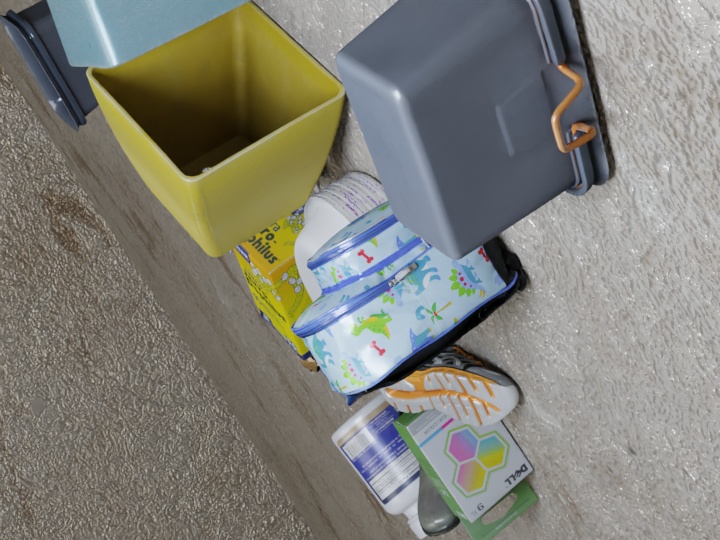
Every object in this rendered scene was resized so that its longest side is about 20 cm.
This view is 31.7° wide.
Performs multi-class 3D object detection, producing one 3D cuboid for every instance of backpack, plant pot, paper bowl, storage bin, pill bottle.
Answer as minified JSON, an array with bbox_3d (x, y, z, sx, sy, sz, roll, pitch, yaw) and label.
[{"bbox_3d":[0.027,0.018,1.220,0.148,0.199,0.183,54,166,-4],"label":"backpack"},{"bbox_3d":[-0.226,-0.335,1.258,0.196,0.194,0.202,21,137,63],"label":"plant pot"},{"bbox_3d":[0.000,0.000,1.422,0.201,0.104,0.202,51,161,25],"label":"paper bowl"},{"bbox_3d":[0.080,-0.109,0.892,0.145,0.134,0.201,38,159,45],"label":"storage bin"},{"bbox_3d":[-0.149,-0.138,1.355,0.200,0.199,0.178,44,153,29],"label":"plant pot"},{"bbox_3d":[0.060,0.288,1.869,0.201,0.119,0.120,52,165,7],"label":"pill bottle"},{"bbox_3d":[-0.461,-0.350,2.013,0.145,0.134,0.202,35,155,50],"label":"storage bin"}]

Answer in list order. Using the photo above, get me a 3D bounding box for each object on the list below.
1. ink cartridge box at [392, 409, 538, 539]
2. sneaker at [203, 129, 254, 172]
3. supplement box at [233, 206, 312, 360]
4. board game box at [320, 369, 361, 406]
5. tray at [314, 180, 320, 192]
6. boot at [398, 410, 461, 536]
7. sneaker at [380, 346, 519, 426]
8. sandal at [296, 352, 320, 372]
[{"bbox_3d":[0.139,0.236,1.547,0.201,0.103,0.059,56,165,-9],"label":"ink cartridge box"},{"bbox_3d":[-0.163,-0.162,1.567,0.199,0.075,0.116,33,154,41],"label":"sneaker"},{"bbox_3d":[-0.088,0.005,1.714,0.109,0.109,0.201,42,161,36],"label":"supplement box"},{"bbox_3d":[-0.043,0.111,1.934,0.153,0.045,0.200,50,164,14],"label":"board game box"},{"bbox_3d":[-0.111,-0.175,1.557,0.199,0.022,0.108,36,158,48],"label":"tray"},{"bbox_3d":[0.081,0.232,1.628,0.131,0.067,0.201,58,-158,-28],"label":"boot"},{"bbox_3d":[0.106,0.123,1.467,0.198,0.077,0.079,6,130,45],"label":"sneaker"},{"bbox_3d":[-0.076,0.109,1.842,0.199,0.054,0.082,37,156,45],"label":"sandal"}]
